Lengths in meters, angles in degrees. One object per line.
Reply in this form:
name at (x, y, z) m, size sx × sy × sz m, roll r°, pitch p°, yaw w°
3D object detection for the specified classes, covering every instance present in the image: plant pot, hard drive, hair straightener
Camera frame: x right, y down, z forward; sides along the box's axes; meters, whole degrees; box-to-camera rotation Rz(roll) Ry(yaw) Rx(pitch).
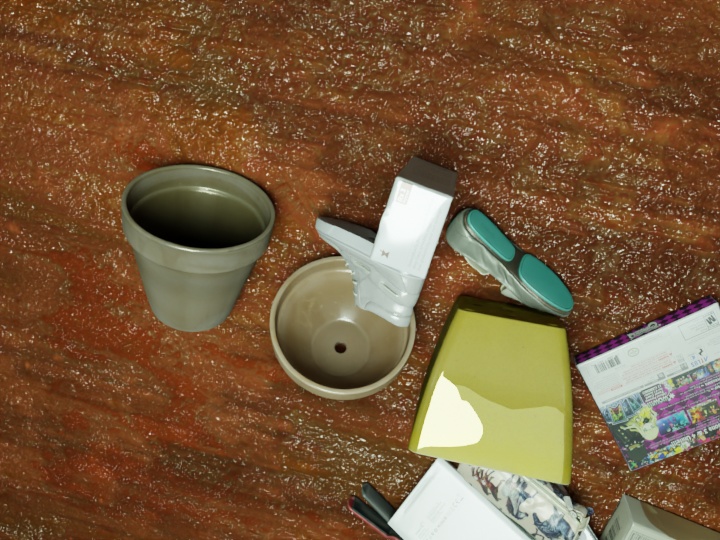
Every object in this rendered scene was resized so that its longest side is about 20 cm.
plant pot at (0.178, 0.138, 0.873) m, size 0.196 × 0.200 × 0.180 m, roll 9°, pitch 97°, yaw 8°
plant pot at (-0.227, -0.019, 0.910) m, size 0.196 × 0.201 × 0.176 m, roll 20°, pitch 125°, yaw 4°
hard drive at (0.155, 0.396, 0.985) m, size 0.199 × 0.027 × 0.133 m, roll 40°, pitch 94°, yaw 18°
plant pot at (-0.026, 0.090, 0.920) m, size 0.197 × 0.204 × 0.093 m, roll 17°, pitch 151°, yaw 5°
hair straightener at (0.076, 0.405, 1.042) m, size 0.199 × 0.041 × 0.077 m, roll 41°, pitch 109°, yaw 3°

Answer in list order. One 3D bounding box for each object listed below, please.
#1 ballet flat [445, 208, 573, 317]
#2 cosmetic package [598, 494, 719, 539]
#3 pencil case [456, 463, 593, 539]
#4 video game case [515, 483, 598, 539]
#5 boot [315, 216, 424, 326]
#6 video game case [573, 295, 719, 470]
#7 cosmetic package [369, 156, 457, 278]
ballet flat at (0.198, -0.003, 0.895) m, size 0.199 × 0.068 × 0.064 m, roll 41°, pitch 137°, yaw -2°
cosmetic package at (0.458, 0.419, 0.958) m, size 0.197 × 0.071 × 0.107 m, roll 22°, pitch 110°, yaw 4°
pencil case at (0.226, 0.307, 0.938) m, size 0.199 × 0.077 × 0.090 m, roll 37°, pitch 131°, yaw 18°
video game case at (0.251, 0.421, 0.984) m, size 0.199 × 0.022 × 0.184 m, roll -40°, pitch 69°, yaw 20°
boot at (0.000, 0.000, 0.877) m, size 0.199 × 0.073 × 0.097 m, roll 30°, pitch 110°, yaw 43°
video game case at (0.422, 0.158, 0.905) m, size 0.198 × 0.036 × 0.183 m, roll -29°, pitch 99°, yaw 18°
cosmetic package at (0.071, -0.072, 0.816) m, size 0.073 × 0.200 × 0.103 m, roll 19°, pitch 110°, yaw 2°
